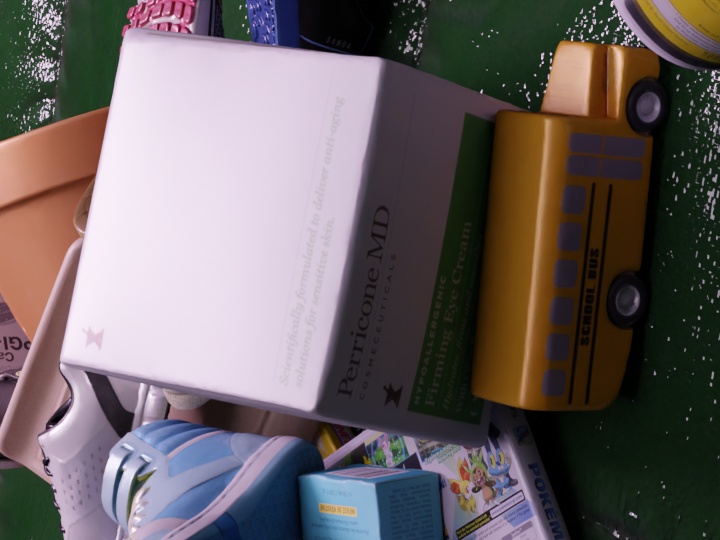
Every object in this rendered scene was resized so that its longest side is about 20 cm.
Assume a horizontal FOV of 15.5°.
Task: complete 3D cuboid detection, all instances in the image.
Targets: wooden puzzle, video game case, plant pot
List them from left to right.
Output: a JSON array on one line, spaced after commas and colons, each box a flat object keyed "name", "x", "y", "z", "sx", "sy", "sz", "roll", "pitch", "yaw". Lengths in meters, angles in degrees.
[{"name": "plant pot", "x": -0.180, "y": -0.029, "z": 1.830, "sx": 0.200, "sy": 0.200, "sz": 0.140, "roll": -18, "pitch": 90, "yaw": 55}, {"name": "wooden puzzle", "x": -0.130, "y": 0.096, "z": 1.743, "sx": 0.200, "sy": 0.037, "sz": 0.185, "roll": 31, "pitch": 118, "yaw": 14}, {"name": "video game case", "x": 0.053, "y": 0.167, "z": 1.572, "sx": 0.200, "sy": 0.022, "sz": 0.183, "roll": -39, "pitch": 65, "yaw": 50}]

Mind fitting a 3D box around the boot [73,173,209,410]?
[{"name": "boot", "x": -0.093, "y": -0.028, "z": 1.643, "sx": 0.072, "sy": 0.200, "sz": 0.155, "roll": -2, "pitch": 128, "yaw": 30}]

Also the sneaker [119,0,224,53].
[{"name": "sneaker", "x": -0.108, "y": -0.105, "z": 1.727, "sx": 0.081, "sy": 0.075, "sz": 0.201, "roll": 3, "pitch": 95, "yaw": 51}]

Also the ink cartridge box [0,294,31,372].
[{"name": "ink cartridge box", "x": -0.257, "y": 0.033, "z": 1.967, "sx": 0.083, "sy": 0.146, "sz": 0.201, "roll": -38, "pitch": 58, "yaw": 50}]

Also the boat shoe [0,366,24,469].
[{"name": "boat shoe", "x": -0.214, "y": 0.090, "z": 1.847, "sx": 0.072, "sy": 0.201, "sz": 0.061, "roll": 57, "pitch": 133, "yaw": 30}]

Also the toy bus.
[{"name": "toy bus", "x": 0.113, "y": -0.026, "z": 1.458, "sx": 0.065, "sy": 0.078, "sz": 0.201, "roll": 13, "pitch": 99, "yaw": 55}]

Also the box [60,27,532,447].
[{"name": "box", "x": -0.031, "y": -0.019, "z": 1.496, "sx": 0.200, "sy": 0.171, "sz": 0.200, "roll": 9, "pitch": 86, "yaw": 39}]

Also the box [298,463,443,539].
[{"name": "box", "x": 0.011, "y": 0.219, "z": 1.577, "sx": 0.082, "sy": 0.049, "sz": 0.201, "roll": 0, "pitch": 95, "yaw": 54}]

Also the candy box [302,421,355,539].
[{"name": "candy box", "x": -0.049, "y": 0.110, "z": 1.751, "sx": 0.102, "sy": 0.026, "sz": 0.200, "roll": -58, "pitch": 44, "yaw": 33}]

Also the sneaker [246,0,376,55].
[{"name": "sneaker", "x": -0.028, "y": -0.133, "z": 1.702, "sx": 0.070, "sy": 0.078, "sz": 0.200, "roll": 51, "pitch": 151, "yaw": 44}]

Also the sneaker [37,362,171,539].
[{"name": "sneaker", "x": -0.172, "y": 0.132, "z": 1.703, "sx": 0.074, "sy": 0.080, "sz": 0.201, "roll": -100, "pitch": 22, "yaw": -73}]

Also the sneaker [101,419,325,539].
[{"name": "sneaker", "x": -0.124, "y": 0.160, "z": 1.587, "sx": 0.130, "sy": 0.200, "sz": 0.080, "roll": 12, "pitch": 122, "yaw": 33}]

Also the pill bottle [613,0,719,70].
[{"name": "pill bottle", "x": 0.214, "y": -0.179, "z": 1.280, "sx": 0.200, "sy": 0.112, "sz": 0.112, "roll": -27, "pitch": 66, "yaw": 54}]
